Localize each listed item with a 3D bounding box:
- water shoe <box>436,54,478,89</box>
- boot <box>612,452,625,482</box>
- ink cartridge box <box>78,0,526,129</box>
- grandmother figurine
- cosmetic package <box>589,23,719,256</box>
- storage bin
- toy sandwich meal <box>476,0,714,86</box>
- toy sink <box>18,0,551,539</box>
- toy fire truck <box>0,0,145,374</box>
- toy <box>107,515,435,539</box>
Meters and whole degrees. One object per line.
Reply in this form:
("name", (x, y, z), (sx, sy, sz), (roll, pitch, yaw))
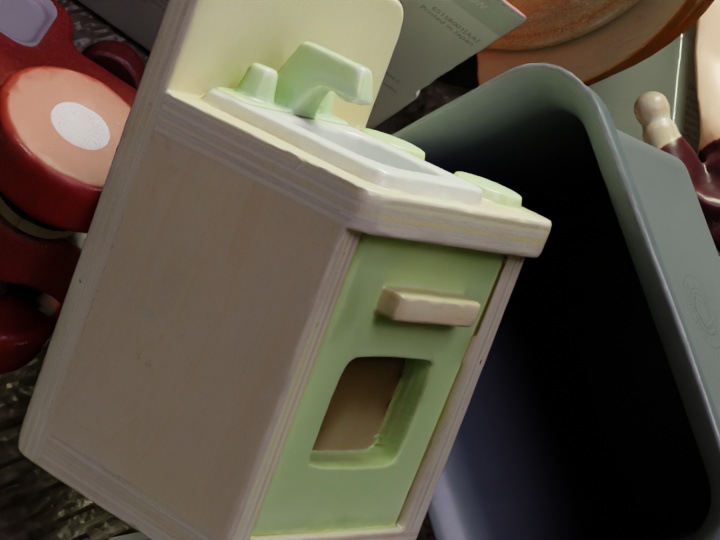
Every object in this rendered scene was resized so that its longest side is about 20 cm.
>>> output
("water shoe", (0.025, -0.147, 1.035), (0.199, 0.071, 0.080), (13, 62, -31))
("boot", (0.103, 0.121, 0.976), (0.201, 0.072, 0.091), (-66, 145, -34))
("ink cartridge box", (-0.047, -0.142, 0.915), (0.199, 0.173, 0.044), (35, 55, -19))
("grandmother figurine", (0.175, -0.050, 0.970), (0.120, 0.061, 0.202), (14, 61, -18))
("cosmetic package", (0.151, -0.061, 1.063), (0.081, 0.113, 0.201), (22, 58, -26))
("storage bin", (0.089, 0.037, 0.871), (0.134, 0.145, 0.201), (8, 60, -57))
("toy sandwich meal", (0.087, -0.181, 0.962), (0.070, 0.204, 0.207), (11, 61, -60))
("toy sink", (-0.016, -0.001, 0.786), (0.130, 0.112, 0.201), (7, 106, -57))
("toy fire truck", (-0.151, -0.067, 0.852), (0.199, 0.112, 0.168), (31, 37, -9))
("toy", (-0.004, 0.150, 0.904), (0.199, 0.047, 0.116), (-7, 77, -37))
